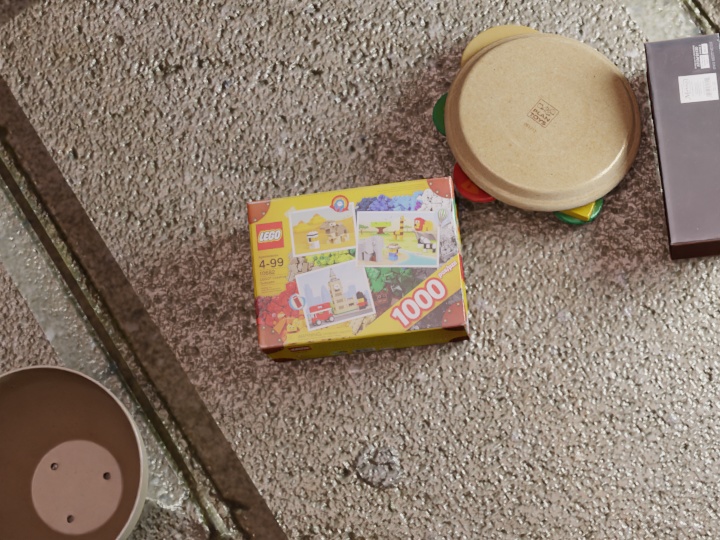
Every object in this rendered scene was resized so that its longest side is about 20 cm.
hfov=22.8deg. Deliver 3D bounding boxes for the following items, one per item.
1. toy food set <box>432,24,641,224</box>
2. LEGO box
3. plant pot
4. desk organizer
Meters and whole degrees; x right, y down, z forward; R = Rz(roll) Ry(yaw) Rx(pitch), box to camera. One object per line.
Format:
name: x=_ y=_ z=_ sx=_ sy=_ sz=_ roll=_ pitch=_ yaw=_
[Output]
toy food set: x=0.172 y=-0.142 z=1.739 sx=0.200 sy=0.049 sz=0.198 roll=23 pitch=68 yaw=6
LEGO box: x=0.000 y=0.000 z=1.729 sx=0.200 sy=0.077 sz=0.149 roll=-7 pitch=77 yaw=7
plant pot: x=-0.288 y=0.200 z=1.697 sx=0.200 sy=0.134 sz=0.201 roll=-2 pitch=77 yaw=7
desk organizer: x=0.318 y=-0.116 z=1.709 sx=0.072 sy=0.077 sz=0.200 roll=-7 pitch=77 yaw=7
